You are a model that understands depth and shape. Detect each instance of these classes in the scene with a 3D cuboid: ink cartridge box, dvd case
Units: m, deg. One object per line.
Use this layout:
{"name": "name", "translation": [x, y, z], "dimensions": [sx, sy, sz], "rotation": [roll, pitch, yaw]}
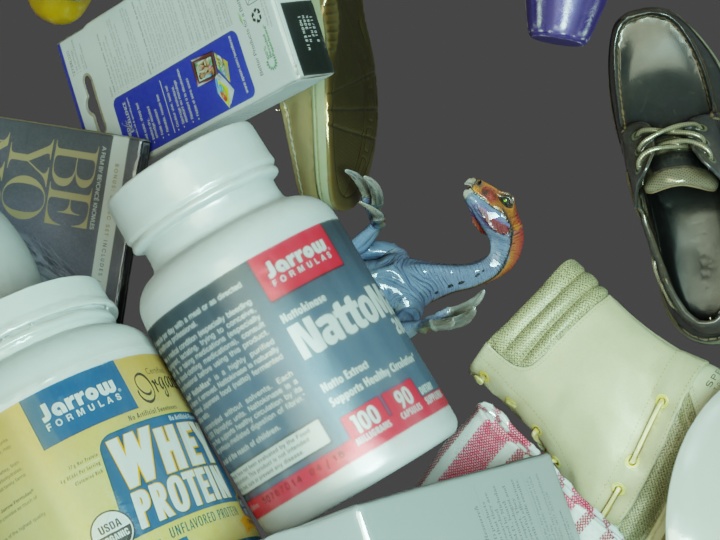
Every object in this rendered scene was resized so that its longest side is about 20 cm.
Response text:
{"name": "ink cartridge box", "translation": [-0.102, -0.126, 1.247], "dimensions": [0.200, 0.037, 0.095], "rotation": [-22, 84, 44]}
{"name": "dvd case", "translation": [-0.230, -0.021, 1.291], "dimensions": [0.200, 0.016, 0.149], "rotation": [10, 92, 21]}

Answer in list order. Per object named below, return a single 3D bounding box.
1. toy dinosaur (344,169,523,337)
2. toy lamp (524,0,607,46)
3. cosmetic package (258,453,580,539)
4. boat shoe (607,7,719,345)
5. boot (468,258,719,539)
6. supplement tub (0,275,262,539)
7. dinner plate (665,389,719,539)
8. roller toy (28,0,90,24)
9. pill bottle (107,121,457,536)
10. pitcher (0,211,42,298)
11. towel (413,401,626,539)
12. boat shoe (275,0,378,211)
{"name": "toy dinosaur", "translation": [0.000, 0.000, 1.246], "dimensions": [0.181, 0.200, 0.105], "rotation": [-7, 81, -26]}
{"name": "toy lamp", "translation": [0.132, -0.231, 1.227], "dimensions": [0.058, 0.058, 0.200], "rotation": [12, 89, 11]}
{"name": "cosmetic package", "translation": [0.024, 0.153, 1.089], "dimensions": [0.101, 0.200, 0.071], "rotation": [-25, 79, 32]}
{"name": "boat shoe", "translation": [0.188, -0.057, 1.202], "dimensions": [0.074, 0.073, 0.200], "rotation": [-17, 86, 10]}
{"name": "boot", "translation": [0.119, 0.111, 1.214], "dimensions": [0.155, 0.073, 0.200], "rotation": [38, 107, 16]}
{"name": "supplement tub", "translation": [-0.147, 0.119, 1.121], "dimensions": [0.145, 0.145, 0.200], "rotation": [-32, 77, 9]}
{"name": "dinner plate", "translation": [0.250, 0.148, 1.146], "dimensions": [0.200, 0.024, 0.200], "rotation": [8, 75, -31]}
{"name": "roller toy", "translation": [-0.189, -0.251, 1.223], "dimensions": [0.140, 0.182, 0.200], "rotation": [12, 91, 10]}
{"name": "pill bottle", "translation": [-0.047, 0.028, 1.119], "dimensions": [0.120, 0.120, 0.200], "rotation": [-32, 86, 9]}
{"name": "pitcher", "translation": [-0.281, 0.005, 1.252], "dimensions": [0.200, 0.121, 0.172], "rotation": [50, 128, 25]}
{"name": "towel", "translation": [0.097, 0.191, 1.181], "dimensions": [0.200, 0.030, 0.146], "rotation": [45, 113, 22]}
{"name": "boat shoe", "translation": [-0.035, -0.133, 1.254], "dimensions": [0.066, 0.074, 0.200], "rotation": [-5, 88, 25]}
